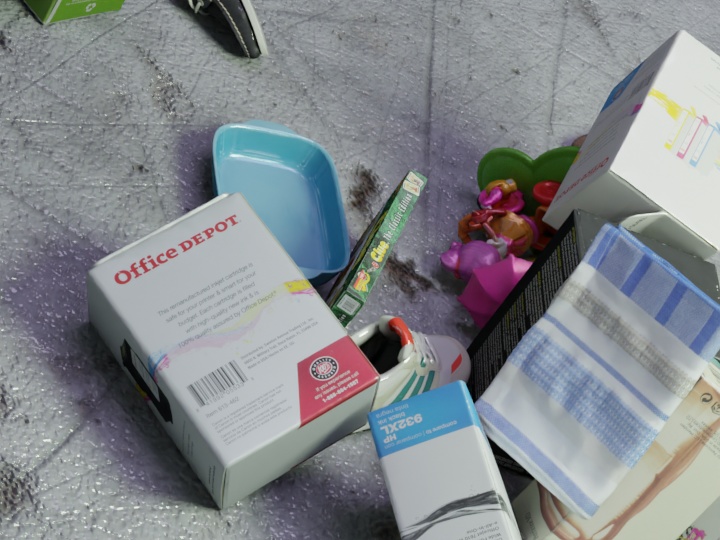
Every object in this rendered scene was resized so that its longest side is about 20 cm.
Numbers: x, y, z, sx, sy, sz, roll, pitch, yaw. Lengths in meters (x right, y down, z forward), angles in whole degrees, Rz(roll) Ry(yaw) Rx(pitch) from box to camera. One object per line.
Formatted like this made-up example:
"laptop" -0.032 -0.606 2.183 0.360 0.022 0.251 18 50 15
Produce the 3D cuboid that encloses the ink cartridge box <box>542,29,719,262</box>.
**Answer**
"ink cartridge box" 0.267 -0.085 1.728 0.125 0.129 0.200 35 62 -8

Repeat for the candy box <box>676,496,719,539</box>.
"candy box" 0.336 0.264 1.584 0.200 0.168 0.072 44 33 8

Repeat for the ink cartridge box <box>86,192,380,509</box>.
"ink cartridge box" -0.102 0.059 1.504 0.145 0.083 0.200 -29 67 -21

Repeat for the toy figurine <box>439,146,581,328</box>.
"toy figurine" 0.146 -0.021 1.804 0.200 0.151 0.184 27 42 25

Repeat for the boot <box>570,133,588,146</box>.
"boot" 0.275 -0.078 2.014 0.200 0.073 0.166 -17 49 -45

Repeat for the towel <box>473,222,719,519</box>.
"towel" 0.184 0.077 1.505 0.147 0.200 0.024 43 11 35

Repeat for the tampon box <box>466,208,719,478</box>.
"tampon box" 0.200 0.076 1.662 0.149 0.200 0.127 20 40 -18

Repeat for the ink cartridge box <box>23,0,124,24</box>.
"ink cartridge box" -0.319 -0.300 1.770 0.200 0.076 0.148 -22 65 -47

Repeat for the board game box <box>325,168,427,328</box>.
"board game box" 0.000 0.000 1.669 0.023 0.105 0.200 35 37 -6

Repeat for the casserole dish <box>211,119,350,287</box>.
"casserole dish" -0.076 -0.054 1.715 0.121 0.039 0.200 10 43 -21

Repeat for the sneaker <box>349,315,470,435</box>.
"sneaker" 0.035 0.079 1.620 0.199 0.093 0.070 -11 57 -43

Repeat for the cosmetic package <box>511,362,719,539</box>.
"cosmetic package" 0.223 0.161 1.545 0.087 0.200 0.103 39 11 -16

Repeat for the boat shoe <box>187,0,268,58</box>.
"boat shoe" -0.154 -0.288 1.894 0.060 0.074 0.200 -27 82 -6

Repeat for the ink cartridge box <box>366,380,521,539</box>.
"ink cartridge box" 0.080 0.210 1.464 0.083 0.145 0.200 -19 51 3
